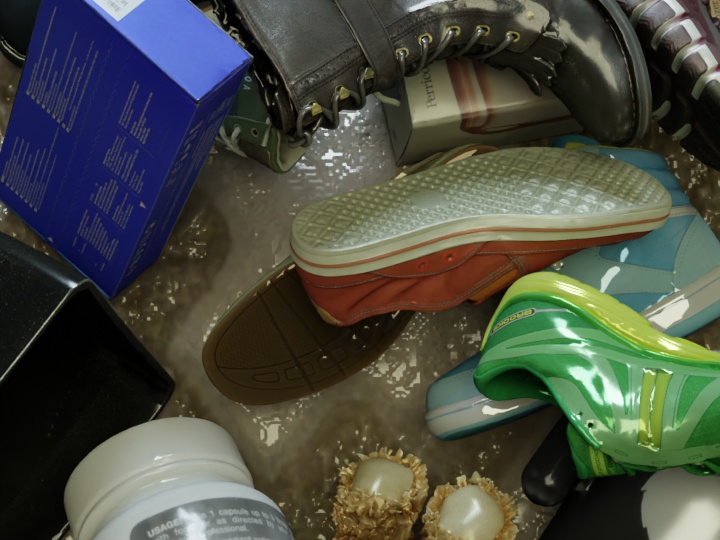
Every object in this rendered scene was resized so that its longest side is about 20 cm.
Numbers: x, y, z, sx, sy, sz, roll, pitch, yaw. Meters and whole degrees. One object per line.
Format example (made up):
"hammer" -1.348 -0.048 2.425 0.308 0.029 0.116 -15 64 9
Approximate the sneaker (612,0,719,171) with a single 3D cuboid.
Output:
"sneaker" 0.173 -0.152 0.854 0.115 0.076 0.200 -37 83 -14

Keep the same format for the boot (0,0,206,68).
"boot" -0.111 -0.185 0.879 0.200 0.168 0.077 -22 81 -7

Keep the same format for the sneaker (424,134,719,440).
"sneaker" 0.101 0.003 0.906 0.200 0.080 0.131 -25 84 -18

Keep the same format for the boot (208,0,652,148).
"boot" 0.028 -0.108 0.814 0.174 0.069 0.200 -34 82 -24

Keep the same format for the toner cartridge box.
"toner cartridge box" -0.127 -0.071 0.840 0.095 0.200 0.043 43 56 5

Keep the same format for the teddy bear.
"teddy bear" 0.014 0.192 0.861 0.144 0.067 0.201 0 80 12

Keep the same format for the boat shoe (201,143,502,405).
"boat shoe" 0.000 0.000 0.906 0.200 0.065 0.072 -38 105 -2

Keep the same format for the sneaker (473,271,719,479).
"sneaker" 0.141 0.072 0.788 0.200 0.074 0.084 25 71 34

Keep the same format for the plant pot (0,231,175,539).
"plant pot" -0.237 0.062 0.817 0.177 0.200 0.200 34 78 15

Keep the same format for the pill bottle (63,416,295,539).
"pill bottle" -0.073 0.176 0.805 0.113 0.114 0.200 -21 51 -8

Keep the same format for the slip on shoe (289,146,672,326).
"slip on shoe" 0.062 -0.017 0.851 0.199 0.061 0.074 -13 38 -10

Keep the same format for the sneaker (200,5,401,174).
"sneaker" -0.066 -0.090 0.884 0.200 0.067 0.090 -23 80 20

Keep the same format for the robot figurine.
"robot figurine" 0.166 0.137 0.857 0.125 0.150 0.200 26 75 39

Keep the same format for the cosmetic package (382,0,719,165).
"cosmetic package" 0.109 -0.133 0.926 0.199 0.087 0.104 -13 81 -6
